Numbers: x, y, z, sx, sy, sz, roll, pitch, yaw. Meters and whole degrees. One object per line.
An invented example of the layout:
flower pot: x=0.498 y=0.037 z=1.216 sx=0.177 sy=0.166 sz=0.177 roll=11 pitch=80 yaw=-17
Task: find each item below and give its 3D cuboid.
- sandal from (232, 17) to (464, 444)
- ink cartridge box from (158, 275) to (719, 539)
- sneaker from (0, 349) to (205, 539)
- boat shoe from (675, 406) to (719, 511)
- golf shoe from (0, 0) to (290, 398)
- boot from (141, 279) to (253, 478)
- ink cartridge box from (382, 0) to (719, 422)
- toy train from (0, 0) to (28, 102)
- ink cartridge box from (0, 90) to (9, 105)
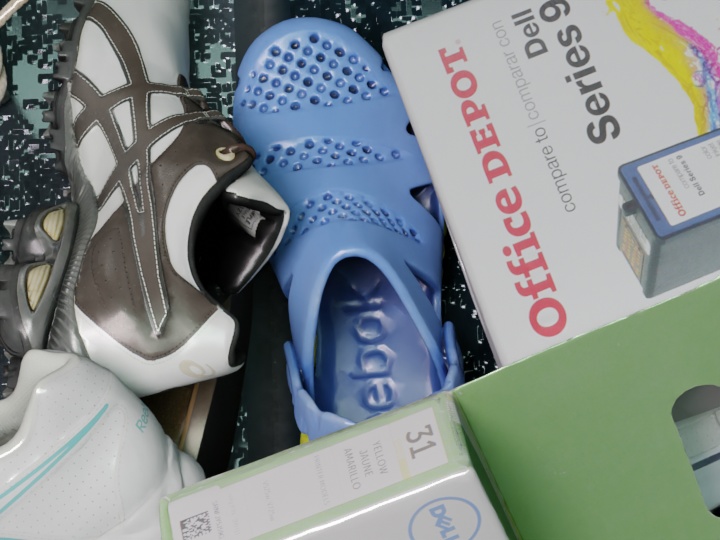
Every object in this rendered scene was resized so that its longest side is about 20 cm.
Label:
sandal: x=0.000 y=0.000 z=0.898 sx=0.079 sy=0.087 sz=0.200 roll=-15 pitch=79 yaw=-1
ink cartridge box: x=0.053 y=0.098 z=0.802 sx=0.200 sy=0.146 sz=0.048 roll=-21 pitch=38 yaw=6
sneaker: x=-0.154 y=0.086 z=0.810 sx=0.200 sy=0.070 sz=0.080 roll=-28 pitch=123 yaw=6
boat shoe: x=0.114 y=0.044 z=0.896 sx=0.202 sy=0.075 sz=0.086 roll=-27 pitch=81 yaw=-8
golf shoe: x=-0.067 y=-0.031 z=0.880 sx=0.094 sy=0.078 sz=0.200 roll=-1 pitch=52 yaw=10
boot: x=-0.089 y=0.080 z=0.895 sx=0.075 sy=0.074 sz=0.200 roll=16 pitch=83 yaw=11
ink cartridge box: x=0.125 y=-0.039 z=0.847 sx=0.200 sy=0.088 sz=0.145 roll=-21 pitch=65 yaw=5
toy train: x=-0.154 y=-0.005 z=0.871 sx=0.085 sy=0.116 sz=0.200 roll=39 pitch=89 yaw=16
ink cartridge box: x=-0.187 y=-0.114 z=0.858 sx=0.067 sy=0.200 sz=0.116 roll=-30 pitch=81 yaw=-5
